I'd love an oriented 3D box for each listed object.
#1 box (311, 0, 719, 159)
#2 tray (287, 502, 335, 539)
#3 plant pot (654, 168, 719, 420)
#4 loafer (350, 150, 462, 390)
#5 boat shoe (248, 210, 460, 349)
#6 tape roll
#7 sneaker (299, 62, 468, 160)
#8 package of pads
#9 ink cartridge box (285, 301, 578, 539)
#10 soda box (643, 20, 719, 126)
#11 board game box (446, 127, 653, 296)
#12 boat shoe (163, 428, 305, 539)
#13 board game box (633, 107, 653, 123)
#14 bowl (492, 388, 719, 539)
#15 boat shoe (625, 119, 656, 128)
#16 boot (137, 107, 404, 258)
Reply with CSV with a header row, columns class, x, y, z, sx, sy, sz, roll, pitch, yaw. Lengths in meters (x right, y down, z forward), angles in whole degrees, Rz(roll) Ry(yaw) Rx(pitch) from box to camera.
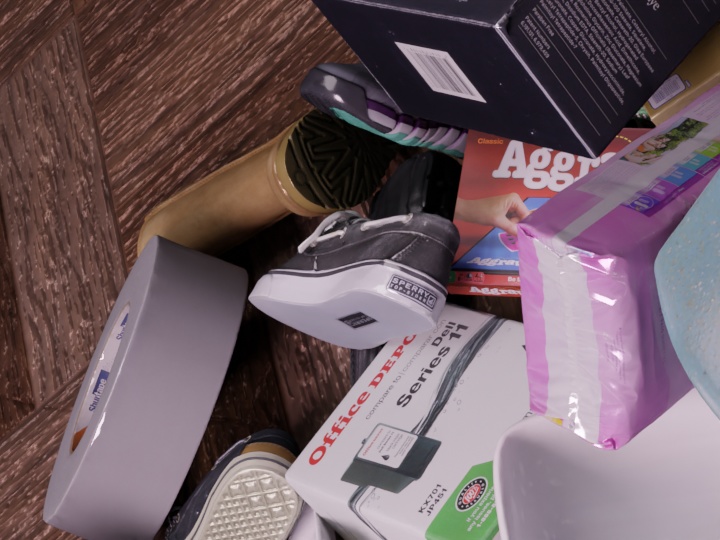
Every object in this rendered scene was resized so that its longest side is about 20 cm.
class,x,y,z,sx,sy,sz,roll,pitch,yaw
box,0.104,-0.171,1.520,0.182,0.104,0.200,-48,30,-13
tray,-0.034,0.196,1.629,0.200,0.022,0.108,-107,35,-80
plant pot,0.259,0.016,1.310,0.200,0.196,0.196,42,101,38
loafer,0.026,0.020,1.714,0.070,0.068,0.201,-26,44,47
boat shoe,-0.002,-0.001,1.616,0.068,0.074,0.199,-66,16,-15
tape roll,-0.140,0.081,1.789,0.200,0.066,0.201,-158,90,-80
sneaker,0.036,-0.121,1.673,0.074,0.200,0.088,24,97,31
package of pads,0.164,-0.007,1.423,0.076,0.121,0.200,22,41,35
ink cartridge box,0.070,0.106,1.556,0.147,0.083,0.200,-52,30,-15
soda box,0.240,-0.148,1.527,0.200,0.068,0.064,-33,58,11
board game box,0.151,-0.032,1.566,0.200,0.019,0.103,2,65,19
boat shoe,-0.090,0.177,1.732,0.200,0.075,0.062,-58,10,32
board game box,0.157,-0.139,1.616,0.200,0.023,0.105,10,71,19
bowl,0.172,0.158,1.396,0.200,0.075,0.200,-7,50,-7
boat shoe,0.149,-0.080,1.634,0.093,0.075,0.200,-19,63,20
boot,-0.070,-0.046,1.816,0.200,0.175,0.066,-27,94,33
